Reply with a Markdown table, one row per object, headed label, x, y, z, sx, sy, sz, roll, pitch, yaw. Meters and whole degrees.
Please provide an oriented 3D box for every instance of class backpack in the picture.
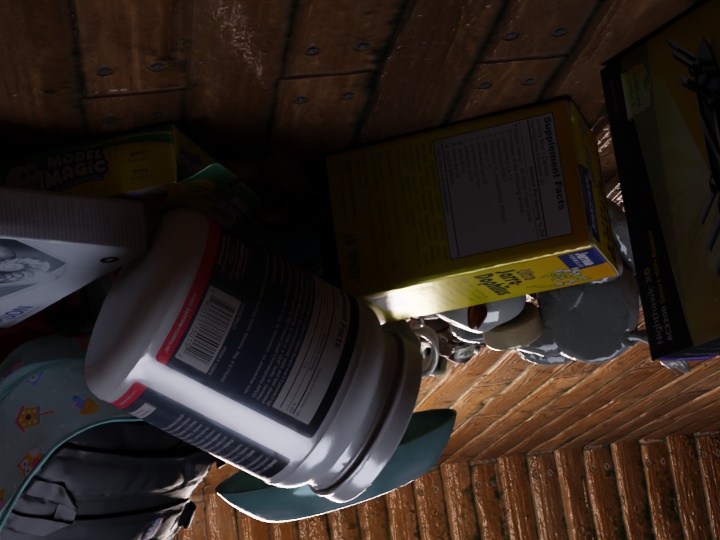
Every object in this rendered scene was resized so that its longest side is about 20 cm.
| label | x | y | z | sx | sy | sz | roll | pitch | yaw |
| --- | --- | --- | --- | --- | --- | --- | --- | --- | --- |
| backpack | -0.218 | 0.138 | 1.204 | 0.199 | 0.153 | 0.176 | -6 | 136 | -56 |

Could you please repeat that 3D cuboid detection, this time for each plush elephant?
| label | x | y | z | sx | sy | sz | roll | pitch | yaw |
| --- | --- | --- | --- | --- | --- | --- | --- | --- | --- |
| plush elephant | 0.201 | 0.003 | 1.355 | 0.199 | 0.166 | 0.155 | 26 | -154 | 0 |

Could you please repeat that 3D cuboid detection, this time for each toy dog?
| label | x | y | z | sx | sy | sz | roll | pitch | yaw |
| --- | --- | --- | --- | --- | --- | --- | --- | --- | --- |
| toy dog | 0.053 | 0.027 | 1.260 | 0.199 | 0.133 | 0.096 | -25 | -172 | 37 |

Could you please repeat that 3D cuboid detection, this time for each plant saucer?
| label | x | y | z | sx | sy | sz | roll | pitch | yaw |
| --- | --- | --- | --- | --- | --- | --- | --- | --- | --- |
| plant saucer | -0.014 | 0.156 | 1.229 | 0.198 | 0.036 | 0.200 | -18 | -179 | 0 |

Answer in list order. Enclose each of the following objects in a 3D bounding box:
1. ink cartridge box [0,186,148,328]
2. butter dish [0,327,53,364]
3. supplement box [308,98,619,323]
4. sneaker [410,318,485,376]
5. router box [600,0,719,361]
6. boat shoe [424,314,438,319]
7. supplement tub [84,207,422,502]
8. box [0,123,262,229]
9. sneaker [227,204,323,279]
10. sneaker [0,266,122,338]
| label | x | y | z | sx | sy | sz | roll | pitch | yaw |
| --- | --- | --- | --- | --- | --- | --- | --- | --- | --- |
| ink cartridge box | -0.274 | -0.009 | 1.033 | 0.199 | 0.041 | 0.199 | 7 | 159 | -40 |
| butter dish | -0.278 | 0.072 | 1.342 | 0.199 | 0.148 | 0.200 | -23 | 142 | -19 |
| supplement box | 0.077 | -0.038 | 1.151 | 0.198 | 0.110 | 0.109 | -12 | 165 | 17 |
| sneaker | 0.105 | 0.046 | 1.478 | 0.070 | 0.076 | 0.200 | -3 | 166 | -19 |
| router box | 0.228 | -0.058 | 0.963 | 0.052 | 0.202 | 0.157 | 0 | 164 | -29 |
| boat shoe | 0.000 | 0.000 | 1.380 | 0.198 | 0.076 | 0.072 | -7 | 134 | 1 |
| supplement tub | -0.073 | 0.060 | 1.066 | 0.199 | 0.141 | 0.140 | 29 | 153 | -18 |
| box | -0.176 | -0.051 | 1.088 | 0.198 | 0.049 | 0.117 | -9 | 166 | 12 |
| sneaker | -0.094 | -0.019 | 1.195 | 0.199 | 0.091 | 0.078 | -24 | -165 | -40 |
| sneaker | -0.253 | 0.008 | 1.220 | 0.199 | 0.071 | 0.098 | 2 | -163 | 27 |
